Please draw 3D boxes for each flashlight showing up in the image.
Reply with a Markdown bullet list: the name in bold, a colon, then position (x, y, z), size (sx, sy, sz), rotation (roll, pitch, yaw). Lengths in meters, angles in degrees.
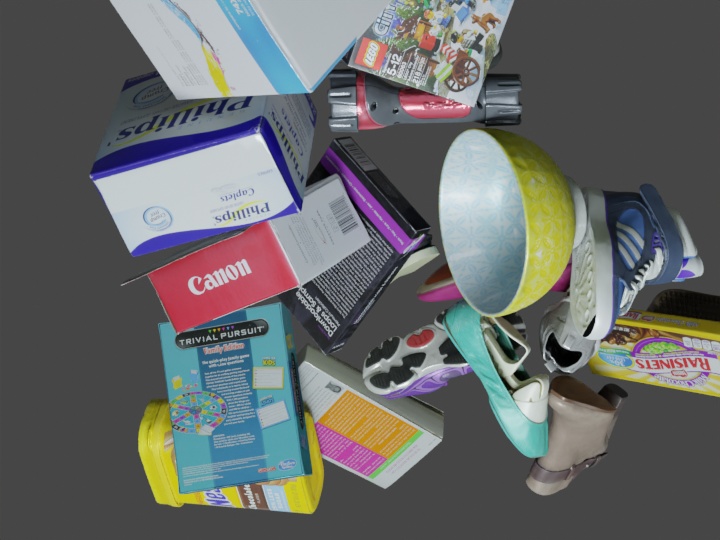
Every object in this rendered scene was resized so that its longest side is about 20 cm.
- **flashlight**: position (0.066, -0.178, 1.579), size (0.199, 0.068, 0.068), rotation (-2, 113, 4)

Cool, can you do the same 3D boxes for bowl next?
- **bowl**: position (0.172, -0.056, 1.608), size (0.107, 0.200, 0.200), rotation (-8, 131, -22)

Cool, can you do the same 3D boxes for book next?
- **book**: position (-0.017, 0.184, 1.872), size (0.200, 0.048, 0.134), rotation (29, 127, -17)

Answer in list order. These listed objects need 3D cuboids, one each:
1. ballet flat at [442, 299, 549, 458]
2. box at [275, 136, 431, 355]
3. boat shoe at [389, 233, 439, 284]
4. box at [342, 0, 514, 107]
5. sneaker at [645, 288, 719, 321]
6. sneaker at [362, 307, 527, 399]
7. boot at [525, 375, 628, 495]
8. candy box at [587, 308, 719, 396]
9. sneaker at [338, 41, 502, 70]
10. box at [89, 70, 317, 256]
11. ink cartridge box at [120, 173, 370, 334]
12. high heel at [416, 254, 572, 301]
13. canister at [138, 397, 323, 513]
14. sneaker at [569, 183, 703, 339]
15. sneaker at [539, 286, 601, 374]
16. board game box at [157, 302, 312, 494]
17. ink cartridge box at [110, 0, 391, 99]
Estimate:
- **ballet flat**: position (0.167, 0.117, 1.698), size (0.070, 0.067, 0.200), rotation (-31, 91, 37)
- **box**: position (-0.025, -0.025, 1.668), size (0.143, 0.036, 0.200), rotation (50, 124, 19)
- **boat shoe**: position (0.002, 0.000, 1.723), size (0.201, 0.074, 0.063), rotation (-34, 80, 37)
- **box**: position (0.079, -0.273, 1.470), size (0.136, 0.038, 0.200), rotation (16, 104, -17)
- **sneaker**: position (0.422, 0.074, 1.764), size (0.200, 0.071, 0.076), rotation (17, 143, -3)
- **sneaker**: position (0.101, 0.097, 1.795), size (0.200, 0.081, 0.083), rotation (-19, 153, 11)
- **boot**: position (0.242, 0.200, 1.804), size (0.200, 0.070, 0.146), rotation (8, 119, -54)
- **candy box**: position (0.340, 0.091, 1.733), size (0.200, 0.026, 0.102), rotation (8, 138, 39)
- **sneaker**: position (0.046, -0.258, 1.518), size (0.201, 0.067, 0.108), rotation (6, 130, 1)
- **box**: position (-0.153, -0.129, 1.541), size (0.184, 0.200, 0.105), rotation (-15, 124, 14)
- **ink cartridge box**: position (-0.123, -0.008, 1.607), size (0.200, 0.176, 0.084), rotation (-22, 98, 41)
- **high heel**: position (0.168, 0.019, 1.718), size (0.200, 0.067, 0.096), rotation (-20, 113, 13)
- **canister**: position (-0.154, 0.228, 1.860), size (0.199, 0.087, 0.149), rotation (3, 134, 14)
- **sneaker**: position (0.301, -0.001, 1.618), size (0.146, 0.200, 0.081), rotation (13, 138, -10)
- **sneaker**: position (0.225, 0.081, 1.717), size (0.075, 0.082, 0.200), rotation (31, 162, 12)
- **board game box**: position (-0.145, 0.149, 1.772), size (0.151, 0.201, 0.047), rotation (-10, 171, 10)
- **ink cartridge box**: position (-0.106, -0.261, 1.420), size (0.200, 0.147, 0.146), rotation (3, 136, 47)
